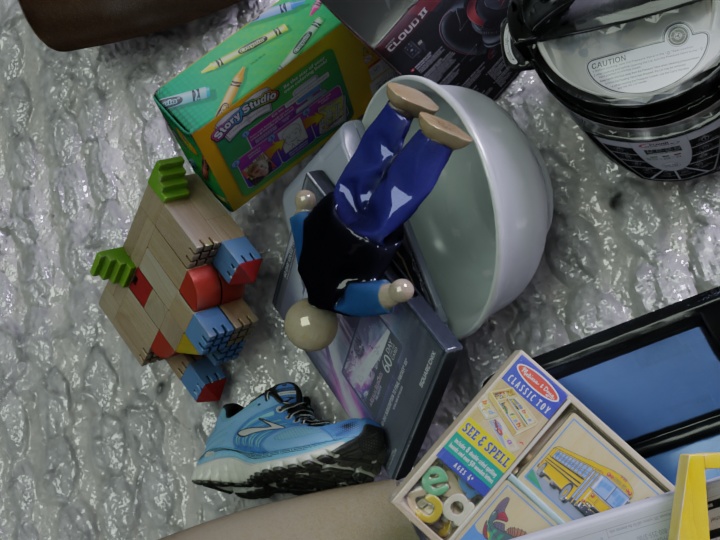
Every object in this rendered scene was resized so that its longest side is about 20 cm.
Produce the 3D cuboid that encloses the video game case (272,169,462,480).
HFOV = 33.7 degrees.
[{"bbox_3d":[-0.003,0.040,0.905,0.200,0.019,0.143,52,140,34],"label":"video game case"}]

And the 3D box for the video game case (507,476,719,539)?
[{"bbox_3d":[0.192,0.237,0.748,0.200,0.022,0.182,-15,86,-6],"label":"video game case"}]

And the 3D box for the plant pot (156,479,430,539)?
[{"bbox_3d":[-0.039,0.241,0.868,0.200,0.187,0.188,-29,64,3],"label":"plant pot"}]

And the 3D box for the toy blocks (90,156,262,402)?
[{"bbox_3d":[-0.144,0.022,0.996,0.137,0.100,0.200,50,132,23],"label":"toy blocks"}]

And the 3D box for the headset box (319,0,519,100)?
[{"bbox_3d":[0.070,-0.213,0.909,0.149,0.200,0.075,-48,61,9],"label":"headset box"}]

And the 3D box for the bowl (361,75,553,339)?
[{"bbox_3d":[0.082,-0.053,0.900,0.201,0.090,0.201,39,135,52],"label":"bowl"}]

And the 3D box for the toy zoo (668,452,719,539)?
[{"bbox_3d":[0.271,0.177,0.736,0.200,0.020,0.132,0,82,-4],"label":"toy zoo"}]

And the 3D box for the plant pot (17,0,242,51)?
[{"bbox_3d":[-0.191,-0.300,1.098,0.200,0.187,0.187,0,76,13],"label":"plant pot"}]

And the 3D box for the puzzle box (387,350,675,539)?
[{"bbox_3d":[0.135,0.166,0.774,0.200,0.025,0.133,41,83,1],"label":"puzzle box"}]

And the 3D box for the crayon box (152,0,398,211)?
[{"bbox_3d":[-0.059,-0.152,0.973,0.200,0.119,0.058,-38,61,-9],"label":"crayon box"}]

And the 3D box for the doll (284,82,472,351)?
[{"bbox_3d":[0.001,-0.025,0.830,0.136,0.048,0.200,49,118,37],"label":"doll"}]

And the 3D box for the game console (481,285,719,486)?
[{"bbox_3d":[0.207,0.129,0.798,0.200,0.176,0.117,-24,38,19],"label":"game console"}]

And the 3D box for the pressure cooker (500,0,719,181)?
[{"bbox_3d":[0.205,-0.168,0.828,0.179,0.200,0.176,42,96,29],"label":"pressure cooker"}]

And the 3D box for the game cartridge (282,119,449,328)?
[{"bbox_3d":[0.000,0.000,0.936,0.133,0.041,0.200,-45,63,58],"label":"game cartridge"}]

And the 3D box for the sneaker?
[{"bbox_3d":[-0.060,0.127,0.935,0.200,0.078,0.090,-12,62,44],"label":"sneaker"}]
